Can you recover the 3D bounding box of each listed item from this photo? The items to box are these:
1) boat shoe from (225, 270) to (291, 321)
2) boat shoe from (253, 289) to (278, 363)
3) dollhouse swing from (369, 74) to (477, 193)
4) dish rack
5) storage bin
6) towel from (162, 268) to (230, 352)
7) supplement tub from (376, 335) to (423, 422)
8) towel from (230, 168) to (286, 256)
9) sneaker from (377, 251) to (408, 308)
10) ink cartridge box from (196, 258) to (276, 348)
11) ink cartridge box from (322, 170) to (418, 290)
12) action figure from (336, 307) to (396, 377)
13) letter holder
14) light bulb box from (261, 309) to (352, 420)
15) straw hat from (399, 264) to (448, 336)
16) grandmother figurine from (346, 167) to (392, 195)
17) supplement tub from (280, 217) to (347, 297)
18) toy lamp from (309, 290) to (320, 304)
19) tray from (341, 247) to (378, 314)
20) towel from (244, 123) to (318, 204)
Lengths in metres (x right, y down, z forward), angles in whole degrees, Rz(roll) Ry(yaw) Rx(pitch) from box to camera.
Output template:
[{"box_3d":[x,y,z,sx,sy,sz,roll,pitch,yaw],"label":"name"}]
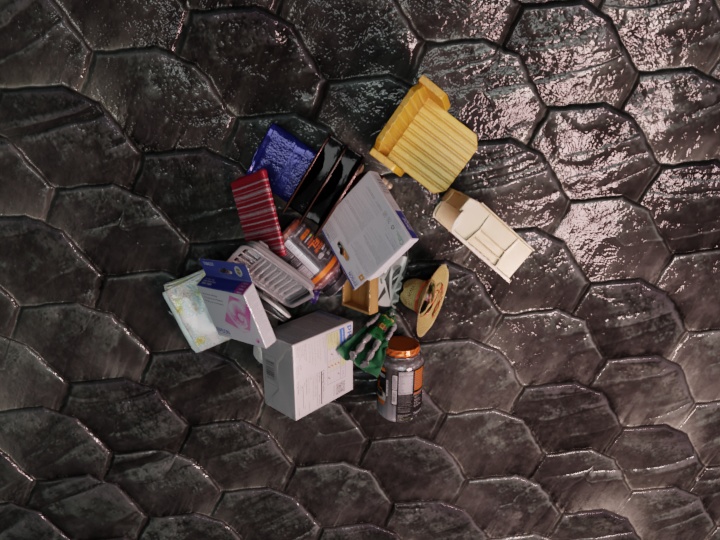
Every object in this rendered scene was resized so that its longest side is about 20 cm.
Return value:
[{"box_3d":[-0.261,0.074,1.258,0.199,0.076,0.061,34,85,12],"label":"boat shoe"},{"box_3d":[-0.238,0.147,1.315,0.070,0.070,0.202,1,101,-30],"label":"boat shoe"},{"box_3d":[0.158,-0.289,1.174,0.175,0.182,0.201,39,102,8],"label":"dollhouse swing"},{"box_3d":[-0.205,0.005,1.203,0.199,0.171,0.044,37,59,-16],"label":"dish rack"},{"box_3d":[0.278,-0.093,1.213,0.198,0.200,0.094,39,100,-13],"label":"storage bin"},{"box_3d":[-0.389,0.095,1.318,0.170,0.048,0.201,-22,107,5],"label":"towel"},{"box_3d":[0.104,0.283,1.359,0.121,0.123,0.202,0,106,-3],"label":"supplement tub"},{"box_3d":[-0.237,-0.127,1.201,0.022,0.144,0.202,-19,99,-42],"label":"towel"},{"box_3d":[0.067,-0.002,1.296,0.088,0.074,0.202,10,106,-8],"label":"sneaker"},{"box_3d":[-0.299,0.075,1.193,0.195,0.043,0.201,6,123,42],"label":"ink cartridge box"},{"box_3d":[0.014,-0.090,1.194,0.200,0.040,0.201,-42,67,32],"label":"ink cartridge box"},{"box_3d":[0.040,0.162,1.298,0.118,0.200,0.055,34,136,6],"label":"action figure"},{"box_3d":[-0.085,-0.185,1.149,0.100,0.142,0.201,31,109,-10],"label":"letter holder"},{"box_3d":[-0.128,0.227,1.280,0.124,0.199,0.200,15,112,40],"label":"light bulb box"},{"box_3d":[0.145,0.062,1.287,0.085,0.201,0.203,20,107,22],"label":"straw hat"},{"box_3d":[0.019,-0.192,1.248,0.121,0.061,0.201,-28,104,14],"label":"grandmother figurine"},{"box_3d":[-0.123,-0.027,1.263,0.107,0.107,0.200,-43,104,10],"label":"supplement tub"},{"box_3d":[-0.198,0.025,1.301,0.199,0.058,0.059,23,105,-9],"label":"toy lamp"},{"box_3d":[0.000,0.000,1.285,0.037,0.098,0.202,-15,113,-44],"label":"tray"},{"box_3d":[-0.158,-0.238,1.232,0.199,0.050,0.148,30,110,-11],"label":"towel"}]
